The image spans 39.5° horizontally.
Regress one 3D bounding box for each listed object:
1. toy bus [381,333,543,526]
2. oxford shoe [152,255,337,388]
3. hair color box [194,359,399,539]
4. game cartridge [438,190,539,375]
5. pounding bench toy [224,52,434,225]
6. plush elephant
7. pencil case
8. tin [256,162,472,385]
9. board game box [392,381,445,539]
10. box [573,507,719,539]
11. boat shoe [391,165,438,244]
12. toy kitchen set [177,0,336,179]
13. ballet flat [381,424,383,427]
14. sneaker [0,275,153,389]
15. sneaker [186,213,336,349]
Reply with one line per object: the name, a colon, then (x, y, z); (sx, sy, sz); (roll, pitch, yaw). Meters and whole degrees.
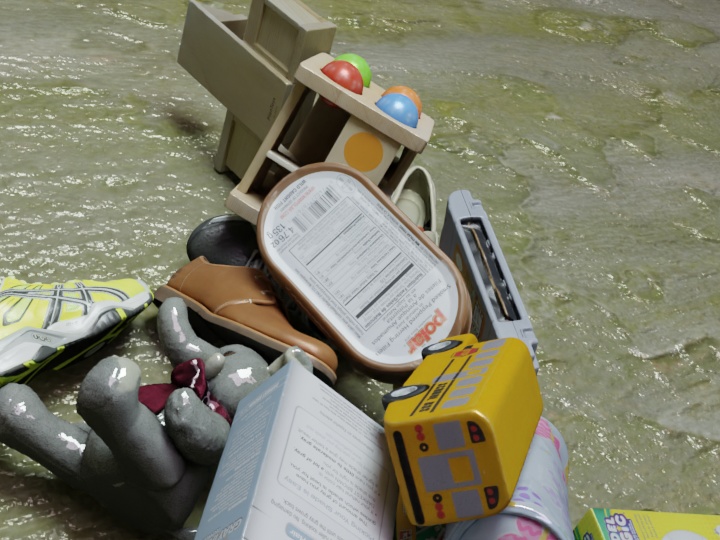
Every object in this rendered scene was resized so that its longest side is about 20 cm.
toy bus: (0.068, 0.091, 0.641); (0.200, 0.078, 0.066); (-33, 108, -70)
oxford shoe: (-0.086, 0.033, 0.802); (0.199, 0.071, 0.071); (25, 67, 37)
hair color box: (-0.038, 0.158, 0.561); (0.099, 0.061, 0.201); (39, 34, -19)
game cartridge: (0.107, 0.043, 0.899); (0.041, 0.134, 0.201); (-3, 45, -13)
pounding bench toy: (-0.015, -0.115, 0.925); (0.124, 0.157, 0.200); (31, 18, -3)
plush elephant: (-0.122, 0.096, 0.706); (0.200, 0.164, 0.155); (46, 49, -18)
pencil case: (0.101, 0.161, 0.664); (0.200, 0.083, 0.091); (-38, 109, -77)
tin: (0.000, 0.000, 0.785); (0.112, 0.042, 0.200); (-44, 72, -2)
board game box: (0.067, 0.160, 0.769); (0.095, 0.030, 0.201); (26, 46, -34)
box: (0.254, 0.253, 0.806); (0.199, 0.049, 0.118); (6, 41, -19)
boat shoe: (0.046, -0.027, 1.007); (0.071, 0.063, 0.201); (19, 40, -9)
toy kitchen set: (-0.070, -0.207, 1.043); (0.180, 0.201, 0.163); (-20, 52, -42)
ballet flat: (0.020, 0.154, 0.790); (0.069, 0.070, 0.199); (42, 41, 21)
sneaker: (-0.235, 0.033, 0.757); (0.077, 0.075, 0.200); (53, 31, 7)
sneaker: (-0.058, 0.012, 0.871); (0.199, 0.075, 0.116); (18, 15, -8)
